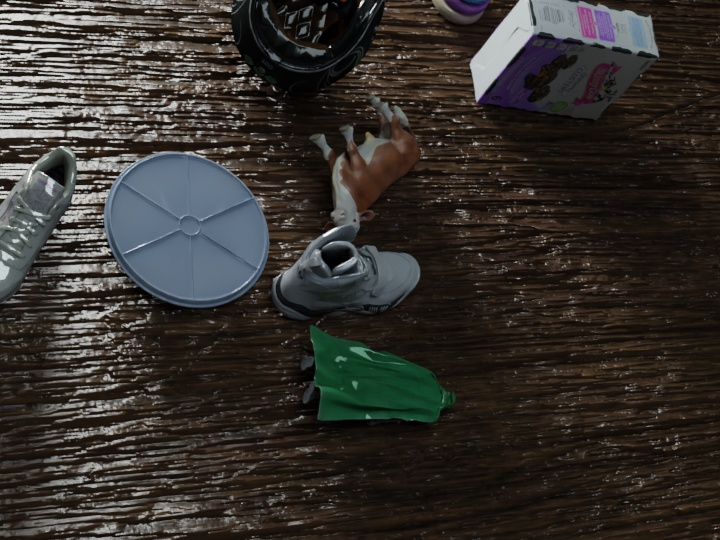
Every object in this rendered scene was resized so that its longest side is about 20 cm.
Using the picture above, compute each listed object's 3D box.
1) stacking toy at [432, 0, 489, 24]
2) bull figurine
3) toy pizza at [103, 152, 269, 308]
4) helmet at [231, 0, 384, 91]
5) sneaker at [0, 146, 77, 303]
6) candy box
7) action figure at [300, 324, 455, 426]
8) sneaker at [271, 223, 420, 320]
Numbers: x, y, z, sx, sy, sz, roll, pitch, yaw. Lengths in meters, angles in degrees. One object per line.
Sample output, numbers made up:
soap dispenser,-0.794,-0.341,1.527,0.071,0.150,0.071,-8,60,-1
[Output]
stacking toy,0.171,-0.426,1.849,0.084,0.200,0.087,11,59,-19
bull figurine,0.004,-0.132,1.687,0.200,0.064,0.123,-43,120,-43
toy pizza,-0.202,-0.045,1.574,0.197,0.032,0.203,12,59,-20
helmet,-0.066,-0.322,1.688,0.197,0.191,0.204,-1,98,-5
sneaker,-0.367,-0.054,1.459,0.074,0.100,0.202,30,57,-10
candy box,0.276,-0.287,1.846,0.197,0.168,0.073,5,62,-22
action figure,0.027,0.138,1.573,0.197,0.055,0.120,13,58,-27
sneaker,0.000,0.000,1.595,0.197,0.115,0.076,-10,69,-29
